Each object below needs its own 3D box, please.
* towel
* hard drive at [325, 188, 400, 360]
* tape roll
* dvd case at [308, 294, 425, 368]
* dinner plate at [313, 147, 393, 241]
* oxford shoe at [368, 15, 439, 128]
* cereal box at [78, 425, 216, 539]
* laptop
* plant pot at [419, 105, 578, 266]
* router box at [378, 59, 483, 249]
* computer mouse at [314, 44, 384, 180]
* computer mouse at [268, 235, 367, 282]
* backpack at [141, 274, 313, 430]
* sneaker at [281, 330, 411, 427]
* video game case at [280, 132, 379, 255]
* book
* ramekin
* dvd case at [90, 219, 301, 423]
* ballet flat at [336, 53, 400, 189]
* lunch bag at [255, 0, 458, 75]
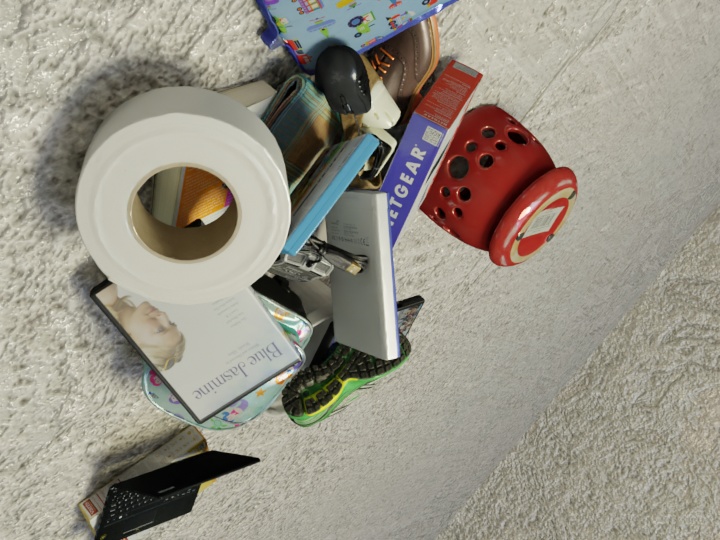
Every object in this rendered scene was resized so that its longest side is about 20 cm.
[{"bbox_3d":[-0.074,-0.136,1.051,0.147,0.022,0.200,-56,163,5],"label":"towel"},{"bbox_3d":[0.000,0.000,1.144,0.025,0.132,0.202,-10,102,-30],"label":"hard drive"},{"bbox_3d":[-0.168,-0.068,0.874,0.201,0.071,0.204,-5,122,-7],"label":"tape roll"},{"bbox_3d":[0.002,0.110,1.326,0.199,0.018,0.143,-14,138,-47],"label":"dvd case"},{"bbox_3d":[-0.019,-0.083,1.258,0.200,0.024,0.201,-36,153,-22],"label":"dinner plate"},{"bbox_3d":[0.040,-0.240,1.075,0.072,0.071,0.201,-27,149,-28],"label":"oxford shoe"},{"bbox_3d":[-0.313,0.332,1.370,0.199,0.040,0.144,-35,150,-24],"label":"cereal box"},{"bbox_3d":[-0.261,0.330,1.292,0.177,0.103,0.201,-10,132,-46],"label":"laptop"},{"bbox_3d":[0.209,-0.116,1.380,0.200,0.183,0.201,-35,153,-20],"label":"plant pot"},{"bbox_3d":[0.080,-0.150,1.193,0.180,0.049,0.201,-58,174,-51],"label":"router box"},{"bbox_3d":[-0.010,-0.164,1.006,0.201,0.058,0.034,71,21,-52],"label":"computer mouse"},{"bbox_3d":[-0.071,-0.021,1.149,0.109,0.200,0.044,20,78,-22],"label":"computer mouse"},{"bbox_3d":[-0.171,0.100,1.121,0.177,0.151,0.200,31,110,-29],"label":"backpack"},{"bbox_3d":[-0.020,0.142,1.250,0.199,0.078,0.085,-28,156,-14],"label":"sneaker"},{"bbox_3d":[-0.052,-0.080,0.989,0.144,0.018,0.200,-54,-166,-6],"label":"video game case"},{"bbox_3d":[-0.161,-0.100,0.995,0.133,0.048,0.201,-29,150,-39],"label":"book"},{"bbox_3d":[-0.098,0.099,1.299,0.200,0.105,0.201,-36,153,-22],"label":"ramekin"},{"bbox_3d":[-0.176,0.061,0.998,0.142,0.018,0.201,-33,114,4],"label":"dvd case"},{"bbox_3d":[0.009,-0.167,1.068,0.068,0.072,0.201,-55,161,-37],"label":"ballet flat"},{"bbox_3d":[-0.014,-0.284,0.925,0.199,0.094,0.151,-36,156,2],"label":"lunch bag"}]
